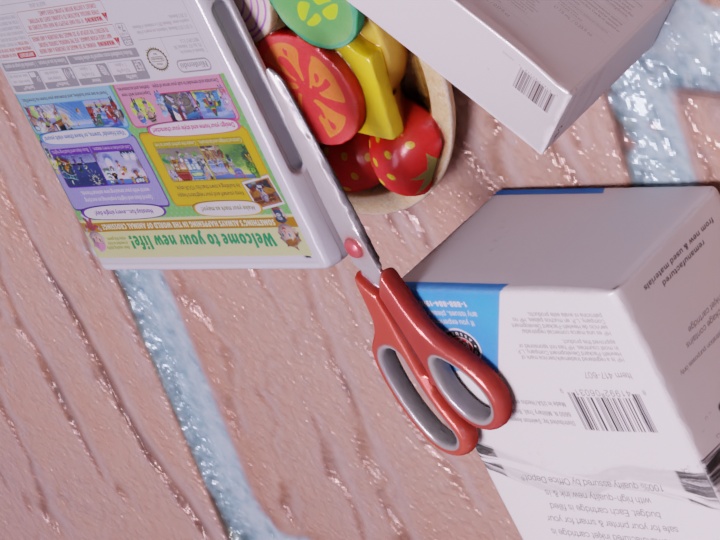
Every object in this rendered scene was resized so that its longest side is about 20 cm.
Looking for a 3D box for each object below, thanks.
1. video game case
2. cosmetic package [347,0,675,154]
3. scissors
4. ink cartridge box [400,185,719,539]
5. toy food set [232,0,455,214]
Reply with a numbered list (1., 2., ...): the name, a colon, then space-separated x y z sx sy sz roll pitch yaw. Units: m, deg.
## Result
1. video game case: -0.103 -0.082 1.415 0.200 0.022 0.182 0 121 54
2. cosmetic package: 0.027 -0.142 1.235 0.200 0.083 0.051 40 150 11
3. scissors: 0.000 0.000 1.333 0.200 0.014 0.073 54 151 -9
4. ink cartridge box: 0.126 0.067 1.344 0.146 0.084 0.200 1 126 49
5. toy food set: -0.041 -0.104 1.384 0.200 0.049 0.198 15 136 40
